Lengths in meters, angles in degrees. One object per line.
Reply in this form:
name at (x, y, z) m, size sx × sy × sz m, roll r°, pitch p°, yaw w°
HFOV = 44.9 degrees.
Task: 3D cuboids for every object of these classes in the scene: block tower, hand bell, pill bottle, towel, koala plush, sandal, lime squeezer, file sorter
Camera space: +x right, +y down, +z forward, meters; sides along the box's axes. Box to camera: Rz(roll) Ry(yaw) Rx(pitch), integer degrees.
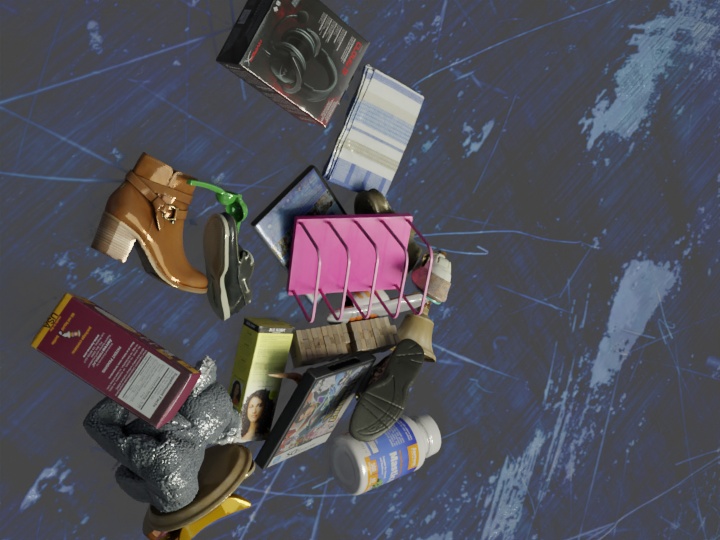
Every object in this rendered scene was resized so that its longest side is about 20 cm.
block tower at (-0.032, 0.123, 1.498) m, size 0.199 × 0.058 × 0.054 m, roll -5°, pitch 71°, yaw -35°
hand bell at (0.119, 0.058, 1.610) m, size 0.104 × 0.104 × 0.201 m, roll 30°, pitch 73°, yaw -41°
pill bottle at (0.050, 0.332, 1.619) m, size 0.199 × 0.112 × 0.113 m, roll -14°, pitch 114°, yaw -34°
towel at (0.022, -0.226, 1.454) m, size 0.147 × 0.024 × 0.201 m, roll 17°, pitch 97°, yaw -43°
koala plush at (-0.267, 0.240, 1.309) m, size 0.200 × 0.183 × 0.178 m, roll -42°, pitch 129°, yaw -34°
sandal at (0.028, 0.049, 1.527) m, size 0.206 × 0.079 × 0.059 m, roll -11°, pitch 73°, yaw -26°
lime squeezer at (-0.205, -0.093, 1.299) m, size 0.071 × 0.038 × 0.200 m, roll -42°, pitch 147°, yaw -17°
file sorter at (0.000, 0.000, 1.386) m, size 0.199 × 0.126 × 0.139 m, roll -3°, pitch 121°, yaw -21°

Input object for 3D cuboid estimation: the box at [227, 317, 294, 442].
box at (-0.170, 0.179, 1.428) m, size 0.075 × 0.050 × 0.201 m, roll 4°, pitch 103°, yaw -42°

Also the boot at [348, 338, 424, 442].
boot at (0.027, 0.223, 1.514) m, size 0.073 × 0.154 × 0.204 m, roll 36°, pitch 60°, yaw -4°

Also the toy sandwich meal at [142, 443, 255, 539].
toy sandwich meal at (-0.244, 0.350, 1.342) m, size 0.205 × 0.205 × 0.070 m, roll -38°, pitch 110°, yaw -22°

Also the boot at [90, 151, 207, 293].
boot at (-0.273, -0.064, 1.254) m, size 0.200 × 0.077 × 0.156 m, roll 30°, pitch 82°, yaw -34°

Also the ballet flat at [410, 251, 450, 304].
ballet flat at (0.123, 0.003, 1.493) m, size 0.068 × 0.200 × 0.067 m, roll 30°, pitch 98°, yaw -9°

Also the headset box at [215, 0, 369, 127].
headset box at (-0.091, -0.319, 1.294) m, size 0.200 × 0.077 × 0.149 m, roll 31°, pitch 85°, yaw -40°

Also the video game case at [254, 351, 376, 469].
video game case at (-0.073, 0.231, 1.456) m, size 0.181 × 0.025 × 0.200 m, roll -9°, pitch 135°, yaw -57°

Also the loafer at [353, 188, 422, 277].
loafer at (0.050, -0.074, 1.502) m, size 0.067 × 0.076 × 0.200 m, roll -45°, pitch 138°, yaw -18°

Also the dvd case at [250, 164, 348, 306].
dvd case at (-0.078, -0.055, 1.439) m, size 0.143 × 0.018 × 0.200 m, roll -47°, pitch 128°, yaw -16°

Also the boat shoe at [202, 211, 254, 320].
boat shoe at (-0.194, -0.013, 1.304) m, size 0.067 × 0.072 × 0.200 m, roll -23°, pitch 141°, yaw -25°

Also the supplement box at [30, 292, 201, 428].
supplement box at (-0.325, 0.121, 1.178) m, size 0.200 × 0.110 × 0.086 m, roll 33°, pitch 83°, yaw 0°

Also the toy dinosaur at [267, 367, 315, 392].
toy dinosaur at (-0.092, 0.201, 1.460) m, size 0.106 × 0.060 × 0.200 m, roll -56°, pitch 155°, yaw -35°
